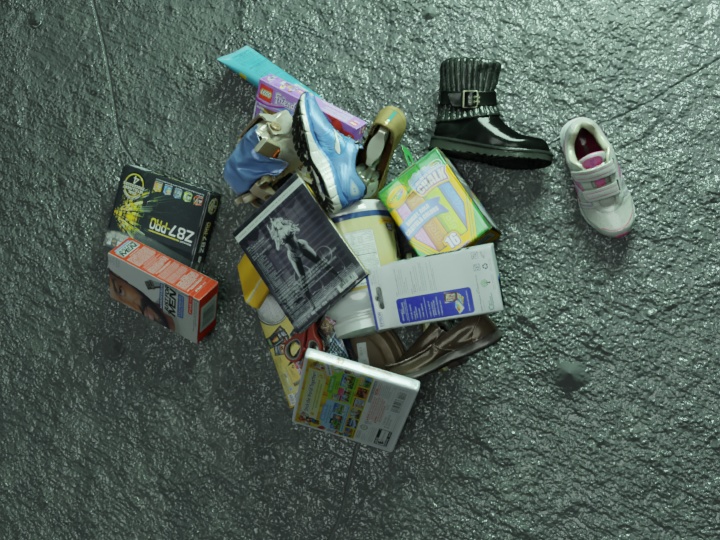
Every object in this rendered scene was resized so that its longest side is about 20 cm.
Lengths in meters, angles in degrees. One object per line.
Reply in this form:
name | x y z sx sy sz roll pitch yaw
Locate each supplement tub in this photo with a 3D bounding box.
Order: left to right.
supplement tub | 0.000 0.000 1.268 0.143 0.144 0.202 -15 80 17

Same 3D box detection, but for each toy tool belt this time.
toy tool belt | -0.178 -0.172 1.310 0.125 0.123 0.200 47 130 1

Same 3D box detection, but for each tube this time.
tube | -0.155 -0.335 1.378 0.199 0.077 0.051 37 133 14

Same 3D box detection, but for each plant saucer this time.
plant saucer | -0.016 0.172 1.338 0.198 0.029 0.203 -1 88 18

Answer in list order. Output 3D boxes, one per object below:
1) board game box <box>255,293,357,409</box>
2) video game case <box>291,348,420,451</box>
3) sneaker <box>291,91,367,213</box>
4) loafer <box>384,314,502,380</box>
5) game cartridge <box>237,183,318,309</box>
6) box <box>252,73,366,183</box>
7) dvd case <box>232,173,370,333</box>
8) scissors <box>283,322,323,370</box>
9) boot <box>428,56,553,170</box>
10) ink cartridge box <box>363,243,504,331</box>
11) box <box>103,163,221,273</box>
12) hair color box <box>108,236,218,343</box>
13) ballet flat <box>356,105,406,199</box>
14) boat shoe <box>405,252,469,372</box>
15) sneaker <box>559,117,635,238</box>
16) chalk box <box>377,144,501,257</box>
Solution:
board game box | -0.091 0.117 1.331 0.134 0.035 0.202 -23 82 17
video game case | -0.013 0.211 1.248 0.180 0.201 0.023 16 49 1
sneaker | -0.047 -0.190 1.227 0.088 0.079 0.202 -18 79 -21
loafer | 0.121 0.117 1.218 0.198 0.073 0.072 -25 81 10
game cartridge | -0.140 -0.053 1.319 0.032 0.176 0.201 31 101 -22
box | -0.096 -0.230 1.333 0.199 0.039 0.138 30 128 15
dvd case | -0.096 -0.027 1.212 0.148 0.016 0.201 -40 75 16
scissors | -0.078 0.074 1.282 0.073 0.014 0.202 24 108 23
boot | 0.215 -0.254 1.244 0.209 0.079 0.160 13 88 14
ink cartridge box | 0.111 0.026 1.171 0.198 0.039 0.101 -9 96 15
box | -0.369 -0.094 1.449 0.198 0.049 0.163 20 99 18
hair color box | -0.356 0.035 1.406 0.198 0.064 0.112 26 132 16
ballet flat | 0.015 -0.173 1.260 0.068 0.063 0.201 26 130 7
boat shoe | 0.126 0.063 1.275 0.065 0.072 0.203 -17 89 11
sneaker | 0.357 -0.144 1.190 0.081 0.088 0.202 -25 81 16
chalk box | 0.115 -0.108 1.251 0.123 0.124 0.201 -37 77 14
